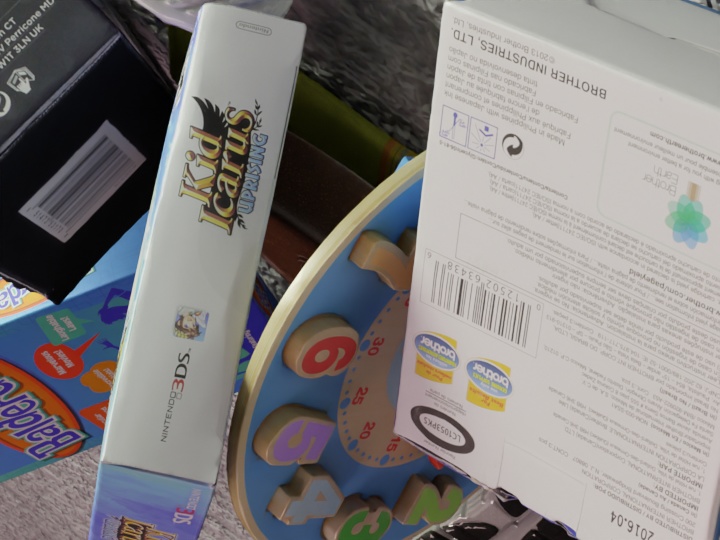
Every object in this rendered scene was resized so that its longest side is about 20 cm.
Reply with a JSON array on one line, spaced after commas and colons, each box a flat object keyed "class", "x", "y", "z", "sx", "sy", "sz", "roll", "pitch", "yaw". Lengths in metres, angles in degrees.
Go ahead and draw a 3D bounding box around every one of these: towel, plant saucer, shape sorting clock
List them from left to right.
[{"class": "towel", "x": -0.008, "y": -0.057, "z": 0.933, "sx": 0.200, "sy": 0.018, "sz": 0.086, "roll": 36, "pitch": 157, "yaw": 11}, {"class": "plant saucer", "x": 0.000, "y": 0.000, "z": 0.970, "sx": 0.200, "sy": 0.035, "sz": 0.200, "roll": 36, "pitch": 170, "yaw": 8}, {"class": "shape sorting clock", "x": 0.031, "y": 0.031, "z": 0.770, "sx": 0.039, "sy": 0.200, "sz": 0.200, "roll": 37, "pitch": 162, "yaw": 30}]

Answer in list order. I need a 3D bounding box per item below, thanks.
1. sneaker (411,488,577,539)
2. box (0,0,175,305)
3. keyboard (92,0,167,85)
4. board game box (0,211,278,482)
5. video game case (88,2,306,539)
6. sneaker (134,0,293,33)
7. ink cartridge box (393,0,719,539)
[{"class": "sneaker", "x": 0.095, "y": 0.082, "z": 0.962, "sx": 0.078, "sy": 0.090, "sz": 0.200, "roll": 34, "pitch": 141, "yaw": -21}, {"class": "box", "x": -0.189, "y": -0.105, "z": 0.908, "sx": 0.200, "sy": 0.117, "sz": 0.197, "roll": 44, "pitch": 178, "yaw": 11}, {"class": "keyboard", "x": -0.110, "y": -0.084, "z": 1.070, "sx": 0.056, "sy": 0.011, "sz": 0.200, "roll": 21, "pitch": 154, "yaw": 43}, {"class": "board game box", "x": -0.152, "y": 0.040, "z": 1.143, "sx": 0.152, "sy": 0.200, "sz": 0.045, "roll": 59, "pitch": -168, "yaw": -56}, {"class": "video game case", "x": -0.070, "y": 0.020, "z": 0.807, "sx": 0.045, "sy": 0.182, "sz": 0.200, "roll": 11, "pitch": 158, "yaw": -5}, {"class": "sneaker", "x": -0.106, "y": -0.161, "z": 0.824, "sx": 0.200, "sy": 0.073, "sz": 0.114, "roll": 42, "pitch": 173, "yaw": 2}, {"class": "ink cartridge box", "x": 0.087, "y": 0.014, "z": 0.677, "sx": 0.136, "sy": 0.076, "sz": 0.200, "roll": 27, "pitch": 123, "yaw": 35}]
